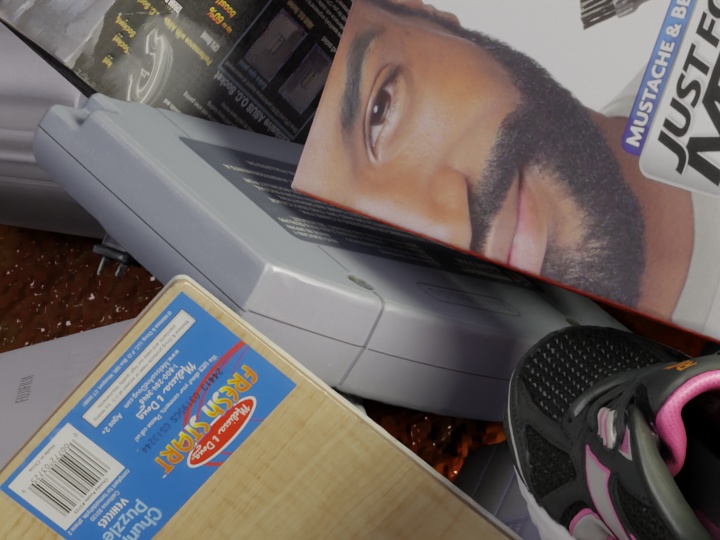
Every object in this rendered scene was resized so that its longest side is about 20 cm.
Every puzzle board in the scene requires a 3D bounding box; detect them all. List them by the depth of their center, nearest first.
[{"bbox_3d":[-0.063,0.116,0.740,0.200,0.151,0.017,-47,18,11],"label":"puzzle board"}]

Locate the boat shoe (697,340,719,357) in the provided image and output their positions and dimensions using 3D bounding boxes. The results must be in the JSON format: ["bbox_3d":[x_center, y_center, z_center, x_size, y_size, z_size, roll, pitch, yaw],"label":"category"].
[{"bbox_3d":[0.147,0.013,0.803,0.072,0.068,0.200,29,83,34],"label":"boat shoe"}]

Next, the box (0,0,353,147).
[{"bbox_3d":[-0.020,-0.098,0.865,0.050,0.200,0.158,35,86,35],"label":"box"}]

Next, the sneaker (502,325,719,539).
[{"bbox_3d":[0.096,0.052,0.661,0.080,0.086,0.200,-30,30,-12],"label":"sneaker"}]

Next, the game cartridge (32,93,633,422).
[{"bbox_3d":[0.000,0.000,0.810,0.133,0.200,0.042,45,111,35],"label":"game cartridge"}]

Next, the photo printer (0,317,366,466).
[{"bbox_3d":[-0.094,0.069,0.825,0.199,0.070,0.166,-15,15,0],"label":"photo printer"}]

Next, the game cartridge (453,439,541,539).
[{"bbox_3d":[0.040,0.131,0.760,0.130,0.038,0.200,-31,26,56],"label":"game cartridge"}]

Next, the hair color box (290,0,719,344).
[{"bbox_3d":[0.084,-0.044,0.720,0.200,0.064,0.111,20,93,41],"label":"hair color box"}]

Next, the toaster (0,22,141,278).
[{"bbox_3d":[-0.104,-0.089,0.963,0.129,0.114,0.200,4,70,34],"label":"toaster"}]
